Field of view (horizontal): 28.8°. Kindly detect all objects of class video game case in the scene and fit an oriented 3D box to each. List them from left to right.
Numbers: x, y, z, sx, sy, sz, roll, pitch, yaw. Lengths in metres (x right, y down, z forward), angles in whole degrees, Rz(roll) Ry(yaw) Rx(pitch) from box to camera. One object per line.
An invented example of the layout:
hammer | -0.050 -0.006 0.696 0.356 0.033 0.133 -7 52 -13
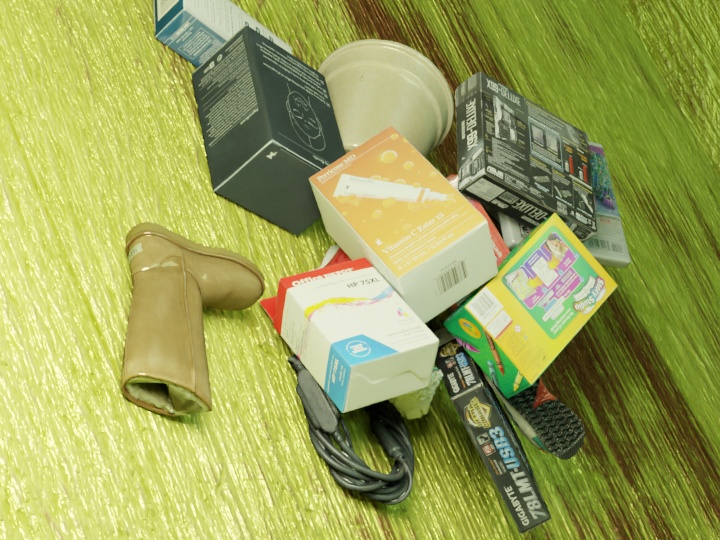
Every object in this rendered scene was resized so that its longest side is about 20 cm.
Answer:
video game case | 0.255 -0.099 1.828 0.198 0.024 0.184 8 59 -31

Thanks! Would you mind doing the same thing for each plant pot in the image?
plant pot | 0.011 -0.169 1.848 0.200 0.199 0.185 42 40 -22

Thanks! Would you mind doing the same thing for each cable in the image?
cable | -0.004 0.171 1.564 0.201 0.051 0.163 59 22 15

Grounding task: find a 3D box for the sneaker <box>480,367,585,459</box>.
sneaker | 0.189 0.147 1.713 0.070 0.093 0.201 -43 104 -20

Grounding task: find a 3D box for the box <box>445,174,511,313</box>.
box | 0.132 -0.009 1.748 0.201 0.102 0.095 56 -1 -5

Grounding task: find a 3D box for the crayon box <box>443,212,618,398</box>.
crayon box | 0.203 0.039 1.654 0.119 0.058 0.200 48 56 -1

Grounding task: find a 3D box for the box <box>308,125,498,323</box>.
box | 0.049 -0.052 1.612 0.200 0.124 0.098 48 -15 38

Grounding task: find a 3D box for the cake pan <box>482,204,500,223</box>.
cake pan | 0.220 -0.127 1.860 0.198 0.037 0.203 17 56 -27

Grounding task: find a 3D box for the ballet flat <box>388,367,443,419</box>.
ballet flat | 0.063 0.138 1.624 0.072 0.071 0.200 55 4 3

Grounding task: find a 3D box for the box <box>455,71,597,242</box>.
box | 0.207 -0.137 1.748 0.198 0.050 0.160 23 51 -32

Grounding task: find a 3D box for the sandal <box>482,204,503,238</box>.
sandal | 0.205 -0.051 1.881 0.201 0.054 0.082 58 -9 -9

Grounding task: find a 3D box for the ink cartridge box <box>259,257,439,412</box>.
ink cartridge box | -0.017 0.056 1.529 0.115 0.068 0.200 -14 42 -29

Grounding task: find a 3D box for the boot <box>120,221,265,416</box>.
boot | -0.166 0.062 1.405 0.173 0.066 0.202 20 40 -29

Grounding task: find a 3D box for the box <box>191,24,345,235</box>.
box | -0.109 -0.171 1.718 0.148 0.107 0.202 28 36 -42

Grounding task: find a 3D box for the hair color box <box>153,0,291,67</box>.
hair color box | -0.174 -0.294 1.807 0.199 0.060 0.101 33 33 -35

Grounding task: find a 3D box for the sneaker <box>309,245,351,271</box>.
sneaker | 0.000 0.000 1.678 0.079 0.115 0.201 50 26 -19

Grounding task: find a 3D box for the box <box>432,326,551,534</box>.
box | 0.153 0.184 1.684 0.202 0.049 0.199 61 6 -20

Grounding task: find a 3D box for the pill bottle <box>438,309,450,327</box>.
pill bottle | 0.148 0.021 1.855 0.112 0.111 0.203 -30 101 -63
